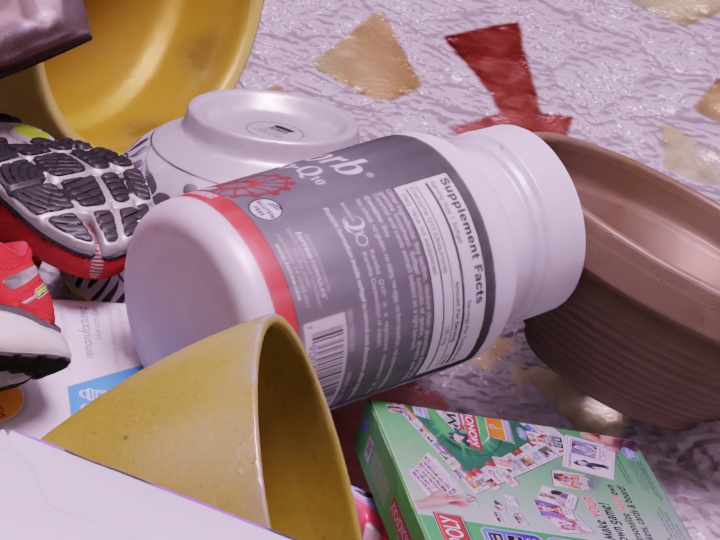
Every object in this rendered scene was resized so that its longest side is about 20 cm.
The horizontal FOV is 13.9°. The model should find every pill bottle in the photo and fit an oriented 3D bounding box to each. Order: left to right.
[{"bbox_3d":[0.000,0.000,1.383,0.200,0.116,0.116,-18,43,-34],"label":"pill bottle"}]

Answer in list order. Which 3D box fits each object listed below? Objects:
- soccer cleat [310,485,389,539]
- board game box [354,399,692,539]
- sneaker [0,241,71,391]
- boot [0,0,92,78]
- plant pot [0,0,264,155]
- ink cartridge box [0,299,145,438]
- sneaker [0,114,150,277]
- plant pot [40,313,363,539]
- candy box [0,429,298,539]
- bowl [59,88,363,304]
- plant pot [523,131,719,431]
[{"bbox_3d":[0.023,0.131,1.361,0.200,0.067,0.076,12,12,5],"label":"soccer cleat"},{"bbox_3d":[0.080,0.119,1.293,0.134,0.029,0.200,9,21,-14],"label":"board game box"},{"bbox_3d":[-0.202,0.002,1.268,0.200,0.077,0.085,23,49,-62],"label":"sneaker"},{"bbox_3d":[-0.253,-0.142,1.468,0.200,0.064,0.186,-35,77,-18],"label":"boot"},{"bbox_3d":[-0.184,-0.170,1.636,0.189,0.201,0.201,15,30,33],"label":"plant pot"},{"bbox_3d":[-0.201,0.068,1.369,0.200,0.068,0.115,3,33,-13],"label":"ink cartridge box"},{"bbox_3d":[-0.168,-0.023,1.472,0.077,0.085,0.200,-7,20,-33],"label":"sneaker"},{"bbox_3d":[-0.083,0.129,1.230,0.142,0.200,0.200,-12,32,8],"label":"plant pot"},{"bbox_3d":[-0.084,0.182,1.112,0.168,0.200,0.072,19,34,12],"label":"candy box"},{"bbox_3d":[-0.051,-0.036,1.512,0.201,0.094,0.201,7,19,-2],"label":"bowl"},{"bbox_3d":[0.149,0.018,1.506,0.201,0.093,0.201,25,16,-8],"label":"plant pot"}]
